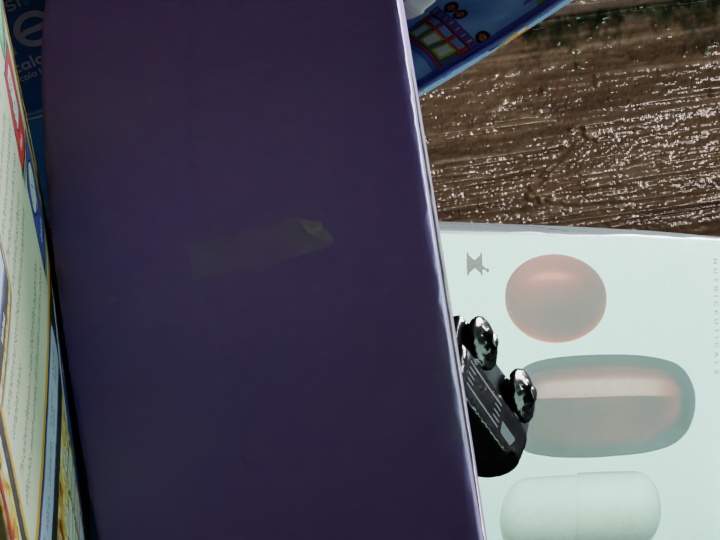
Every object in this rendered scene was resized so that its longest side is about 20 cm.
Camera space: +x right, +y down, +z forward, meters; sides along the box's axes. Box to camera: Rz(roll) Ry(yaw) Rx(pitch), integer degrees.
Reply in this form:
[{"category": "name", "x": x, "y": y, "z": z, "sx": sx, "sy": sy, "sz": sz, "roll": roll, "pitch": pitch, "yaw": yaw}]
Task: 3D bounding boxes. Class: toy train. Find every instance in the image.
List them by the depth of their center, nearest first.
[{"category": "toy train", "x": 0.000, "y": 0.000, "z": 0.937, "sx": 0.200, "sy": 0.034, "sz": 0.046, "roll": 52, "pitch": 36, "yaw": -37}]

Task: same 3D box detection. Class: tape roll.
[{"category": "tape roll", "x": -0.018, "y": 0.019, "z": 0.729, "sx": 0.200, "sy": 0.084, "sz": 0.201, "roll": -9, "pitch": 90, "yaw": -89}]

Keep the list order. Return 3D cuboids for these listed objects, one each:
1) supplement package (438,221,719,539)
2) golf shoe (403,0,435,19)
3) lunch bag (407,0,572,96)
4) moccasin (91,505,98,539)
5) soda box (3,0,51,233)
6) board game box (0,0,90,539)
[{"category": "supplement package", "x": 0.025, "y": 0.078, "z": 1.100, "sx": 0.147, "sy": 0.199, "sz": 0.193, "roll": 2, "pitch": -89, "yaw": 48}, {"category": "golf shoe", "x": -0.001, "y": -0.132, "z": 0.906, "sx": 0.092, "sy": 0.073, "sz": 0.200, "roll": 29, "pitch": 20, "yaw": -34}, {"category": "lunch bag", "x": -0.004, "y": -0.090, "z": 1.105, "sx": 0.094, "sy": 0.200, "sz": 0.150, "roll": 49, "pitch": -13, "yaw": -13}, {"category": "moccasin", "x": -0.057, "y": 0.072, "z": 0.911, "sx": 0.068, "sy": 0.080, "sz": 0.201, "roll": 21, "pitch": 71, "yaw": -41}, {"category": "soda box", "x": -0.098, "y": -0.100, "z": 0.903, "sx": 0.068, "sy": 0.064, "sz": 0.201, "roll": 83, "pitch": -1, "yaw": -66}, {"category": "board game box", "x": -0.089, "y": -0.003, "z": 0.573, "sx": 0.152, "sy": 0.046, "sz": 0.201, "roll": -99, "pitch": -179, "yaw": -61}]
